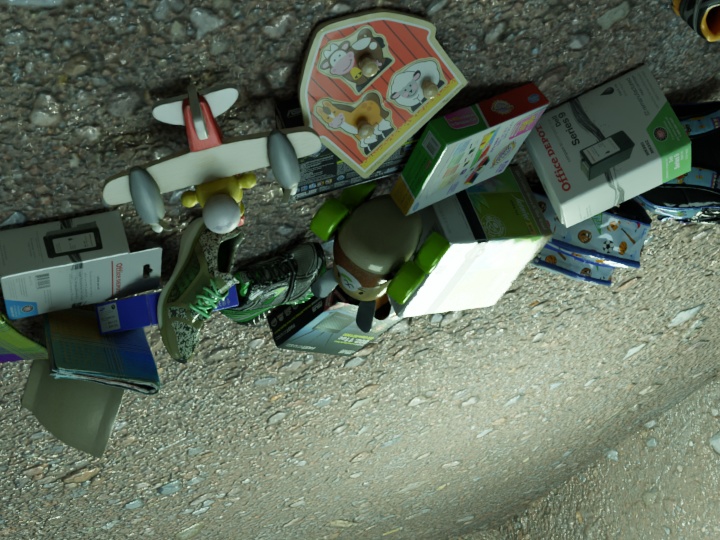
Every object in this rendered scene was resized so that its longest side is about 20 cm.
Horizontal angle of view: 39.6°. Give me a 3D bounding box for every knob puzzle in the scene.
[{"bbox_3d":[0.013,-0.214,1.164,0.216,0.031,0.222,-13,132,-14],"label":"knob puzzle"}]

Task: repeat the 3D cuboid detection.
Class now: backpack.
[{"bbox_3d":[0.485,-0.161,1.531,0.196,0.186,0.135,-2,168,-7],"label":"backpack"},{"bbox_3d":[0.352,-0.058,1.576,0.197,0.157,0.189,1,-172,-39],"label":"backpack"}]

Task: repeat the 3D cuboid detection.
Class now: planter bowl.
[{"bbox_3d":[-0.407,0.154,1.438,0.132,0.203,0.201,17,141,-14],"label":"planter bowl"}]

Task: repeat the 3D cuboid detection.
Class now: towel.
[{"bbox_3d":[-0.347,0.095,1.327,0.144,0.200,0.022,15,110,-28],"label":"towel"},{"bbox_3d":[-0.522,0.093,1.325,0.196,0.023,0.144,-5,155,16],"label":"towel"}]

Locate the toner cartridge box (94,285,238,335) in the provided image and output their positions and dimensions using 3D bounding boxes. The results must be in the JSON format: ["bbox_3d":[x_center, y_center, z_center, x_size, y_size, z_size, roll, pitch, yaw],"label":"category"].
[{"bbox_3d":[-0.264,0.048,1.388,0.093,0.044,0.199,-10,-179,28],"label":"toner cartridge box"}]

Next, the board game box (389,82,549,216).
[{"bbox_3d":[0.147,-0.164,1.351,0.198,0.041,0.154,-25,159,-34],"label":"board game box"}]

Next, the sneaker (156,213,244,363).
[{"bbox_3d":[-0.202,0.022,1.305,0.087,0.204,0.077,2,163,35],"label":"sneaker"}]

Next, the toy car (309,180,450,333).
[{"bbox_3d":[0.000,0.000,1.401,0.158,0.164,0.201,-45,170,-47],"label":"toy car"}]

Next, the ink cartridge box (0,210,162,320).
[{"bbox_3d":[-0.358,-0.010,1.278,0.196,0.069,0.116,-12,155,-20],"label":"ink cartridge box"}]

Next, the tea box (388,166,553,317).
[{"bbox_3d":[0.150,-0.044,1.530,0.194,0.135,0.201,-7,150,-29],"label":"tea box"}]

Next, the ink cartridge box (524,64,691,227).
[{"bbox_3d":[0.348,-0.175,1.424,0.197,0.148,0.084,-25,154,7],"label":"ink cartridge box"}]

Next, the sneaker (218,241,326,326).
[{"bbox_3d":[-0.135,0.019,1.494,0.198,0.079,0.085,-32,151,20],"label":"sneaker"}]

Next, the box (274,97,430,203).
[{"bbox_3d":[-0.009,-0.171,1.277,0.197,0.045,0.161,-17,152,-12],"label":"box"}]

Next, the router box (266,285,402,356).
[{"bbox_3d":[-0.037,0.077,1.691,0.149,0.063,0.198,-37,150,29],"label":"router box"}]

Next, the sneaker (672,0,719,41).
[{"bbox_3d":[0.452,-0.368,1.227,0.077,0.078,0.201,-14,151,-11],"label":"sneaker"}]

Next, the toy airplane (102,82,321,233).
[{"bbox_3d":[-0.168,-0.114,1.149,0.197,0.143,0.199,14,140,-43],"label":"toy airplane"}]

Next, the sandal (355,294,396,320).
[{"bbox_3d":[0.079,0.027,1.622,0.205,0.059,0.080,-34,155,-31],"label":"sandal"}]
